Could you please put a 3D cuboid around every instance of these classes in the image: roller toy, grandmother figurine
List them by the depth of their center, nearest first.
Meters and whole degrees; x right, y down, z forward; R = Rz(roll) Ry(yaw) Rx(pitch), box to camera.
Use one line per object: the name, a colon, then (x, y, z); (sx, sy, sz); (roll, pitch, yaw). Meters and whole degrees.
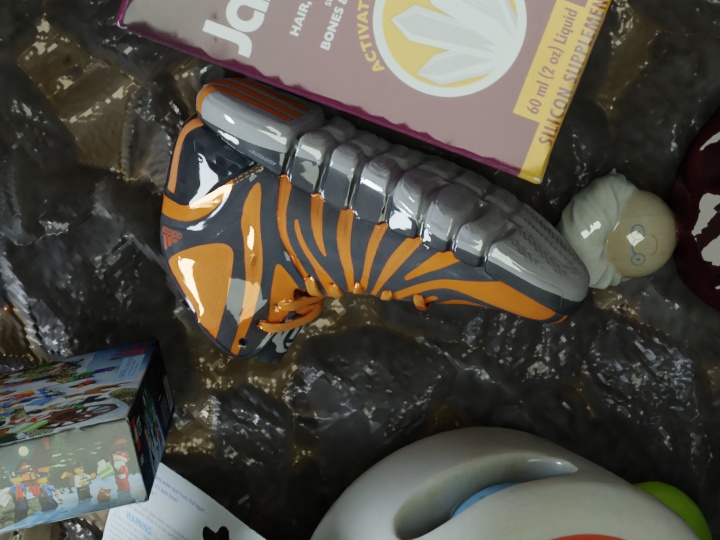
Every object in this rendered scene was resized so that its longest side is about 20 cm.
roller toy: (0.068, 0.173, 1.266); (0.182, 0.140, 0.200); (27, 89, -24)
grandmother figurine: (0.187, -0.026, 1.291); (0.200, 0.061, 0.121); (-6, 94, -3)

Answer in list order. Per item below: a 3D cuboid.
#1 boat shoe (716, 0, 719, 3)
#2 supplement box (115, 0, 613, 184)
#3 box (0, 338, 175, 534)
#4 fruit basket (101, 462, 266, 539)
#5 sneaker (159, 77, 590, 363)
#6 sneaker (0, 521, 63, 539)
boat shoe: (0.212, -0.171, 1.106); (0.200, 0.057, 0.067); (-32, 67, 2)
supplement box: (0.004, -0.128, 1.246); (0.200, 0.086, 0.110); (20, 102, -6)
box: (-0.155, 0.077, 1.228); (0.136, 0.200, 0.038); (-12, 98, 1)
fruit basket: (-0.078, 0.205, 1.288); (0.094, 0.185, 0.200); (14, 99, -40)
sneaker: (0.000, 0.000, 1.279); (0.200, 0.078, 0.112); (27, 109, 14)
sneaker: (-0.176, 0.165, 1.294); (0.075, 0.071, 0.200); (23, 136, -27)
